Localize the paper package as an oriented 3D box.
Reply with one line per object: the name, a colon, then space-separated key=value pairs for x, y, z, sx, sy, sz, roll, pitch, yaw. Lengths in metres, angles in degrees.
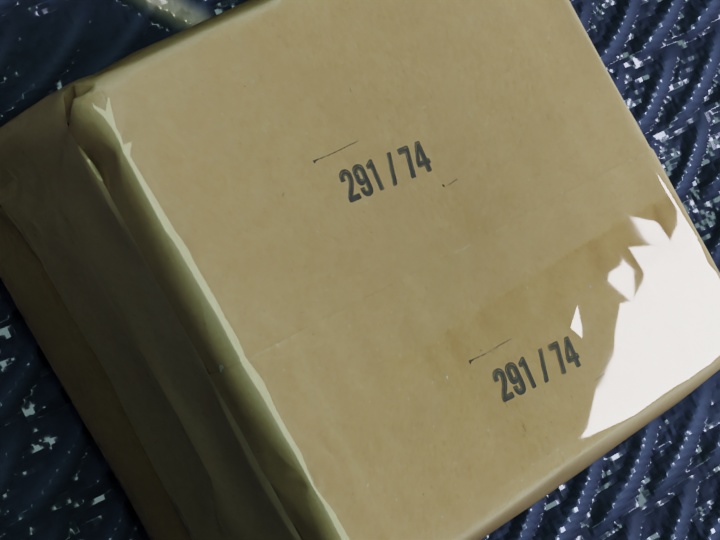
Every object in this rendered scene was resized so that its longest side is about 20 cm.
paper package: x=0.000 y=0.000 z=0.789 sx=0.200 sy=0.103 sz=0.191 roll=-31 pitch=93 yaw=-38
